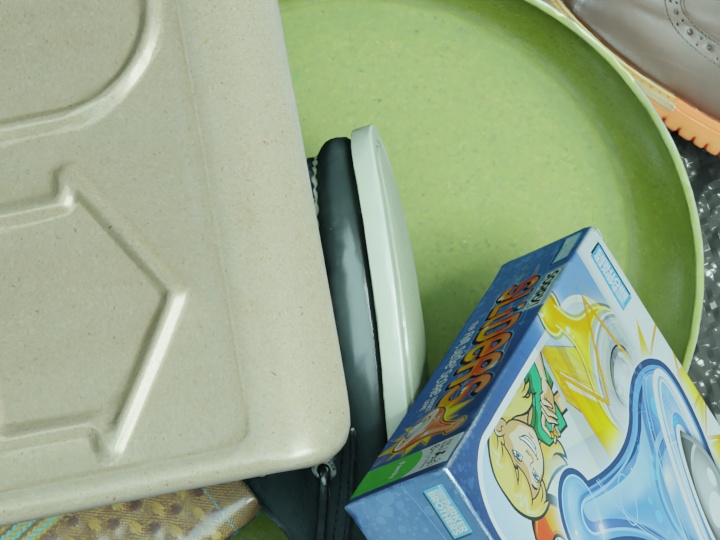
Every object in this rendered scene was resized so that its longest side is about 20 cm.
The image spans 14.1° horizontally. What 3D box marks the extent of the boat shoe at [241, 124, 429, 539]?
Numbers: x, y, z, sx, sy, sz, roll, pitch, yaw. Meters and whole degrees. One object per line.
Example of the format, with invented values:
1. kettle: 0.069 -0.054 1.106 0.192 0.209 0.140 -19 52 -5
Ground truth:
1. boat shoe: -0.011 0.059 0.825 0.066 0.075 0.200 -4 110 7

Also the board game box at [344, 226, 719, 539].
1. board game box: 0.083 0.104 0.802 0.034 0.135 0.200 -25 107 32

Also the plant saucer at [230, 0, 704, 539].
1. plant saucer: 0.000 0.000 0.858 0.199 0.031 0.200 0 110 0

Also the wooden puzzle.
1. wooden puzzle: -0.114 -0.019 0.789 0.199 0.046 0.186 -10 77 -1

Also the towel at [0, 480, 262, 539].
1. towel: -0.141 0.034 0.812 0.147 0.022 0.200 -38 76 -5

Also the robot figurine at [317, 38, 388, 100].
1. robot figurine: -0.033 -0.149 0.888 0.145 0.058 0.200 -42 86 -1

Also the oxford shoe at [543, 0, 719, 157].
1. oxford shoe: 0.149 -0.065 0.861 0.200 0.071 0.073 19 119 -6
